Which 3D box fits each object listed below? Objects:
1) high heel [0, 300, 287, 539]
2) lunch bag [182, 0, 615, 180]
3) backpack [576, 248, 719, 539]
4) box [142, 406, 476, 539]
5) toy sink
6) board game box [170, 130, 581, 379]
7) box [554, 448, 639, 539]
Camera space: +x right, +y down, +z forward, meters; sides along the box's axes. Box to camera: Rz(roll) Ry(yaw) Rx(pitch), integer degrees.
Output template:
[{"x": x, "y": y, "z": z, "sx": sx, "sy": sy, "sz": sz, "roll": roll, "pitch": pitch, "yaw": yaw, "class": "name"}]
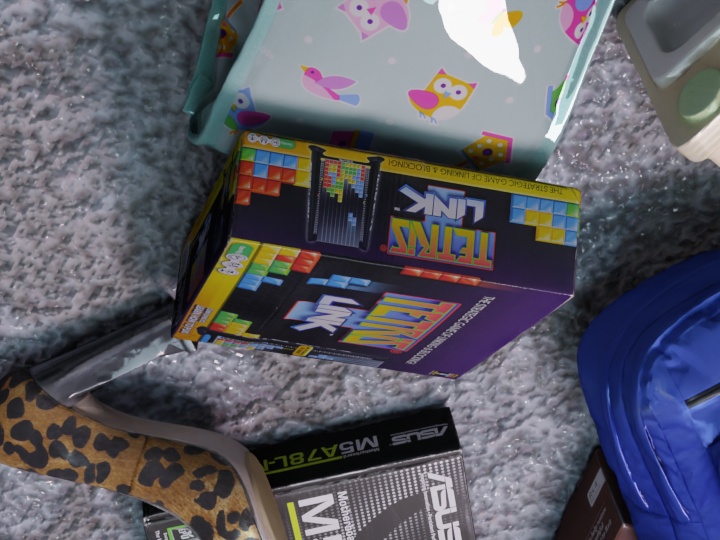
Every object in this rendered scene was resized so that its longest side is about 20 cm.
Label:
[{"x": -0.125, "y": 0.134, "z": 1.031, "sx": 0.142, "sy": 0.071, "sz": 0.201, "roll": -25, "pitch": 92, "yaw": 3, "class": "high heel"}, {"x": 0.022, "y": -0.127, "z": 0.874, "sx": 0.169, "sy": 0.122, "sz": 0.201, "roll": 13, "pitch": 117, "yaw": -20, "class": "lunch bag"}, {"x": 0.227, "y": 0.089, "z": 1.018, "sx": 0.162, "sy": 0.168, "sz": 0.201, "roll": -27, "pitch": 99, "yaw": -15, "class": "backpack"}, {"x": -0.021, "y": 0.188, "z": 1.139, "sx": 0.191, "sy": 0.048, "sz": 0.201, "roll": -10, "pitch": 127, "yaw": 0, "class": "box"}, {"x": 0.207, "y": -0.106, "z": 0.916, "sx": 0.199, "sy": 0.131, "sz": 0.112, "roll": 35, "pitch": 114, "yaw": -31, "class": "toy sink"}, {"x": 0.000, "y": 0.000, "z": 0.925, "sx": 0.164, "sy": 0.057, "sz": 0.200, "roll": 10, "pitch": 163, "yaw": -10, "class": "board game box"}, {"x": 0.228, "y": 0.181, "z": 1.164, "sx": 0.198, "sy": 0.075, "sz": 0.101, "roll": 9, "pitch": 124, "yaw": -15, "class": "box"}]
